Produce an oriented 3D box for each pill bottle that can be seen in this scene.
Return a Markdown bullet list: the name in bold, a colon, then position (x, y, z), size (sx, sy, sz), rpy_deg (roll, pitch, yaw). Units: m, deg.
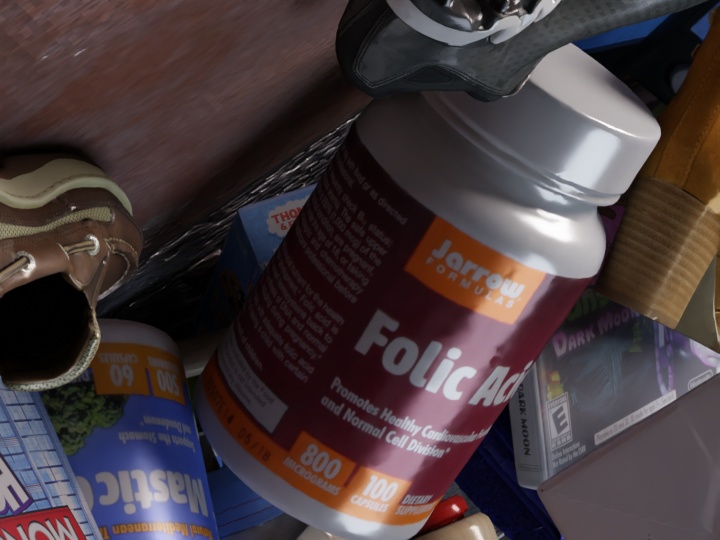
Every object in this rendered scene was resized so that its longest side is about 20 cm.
- **pill bottle**: position (0.027, 0.000, 0.886), size (0.200, 0.114, 0.114), rpy_deg (-58, 160, 20)
- **pill bottle**: position (-0.107, 0.130, 0.874), size (0.111, 0.201, 0.112), rpy_deg (-13, 160, -5)

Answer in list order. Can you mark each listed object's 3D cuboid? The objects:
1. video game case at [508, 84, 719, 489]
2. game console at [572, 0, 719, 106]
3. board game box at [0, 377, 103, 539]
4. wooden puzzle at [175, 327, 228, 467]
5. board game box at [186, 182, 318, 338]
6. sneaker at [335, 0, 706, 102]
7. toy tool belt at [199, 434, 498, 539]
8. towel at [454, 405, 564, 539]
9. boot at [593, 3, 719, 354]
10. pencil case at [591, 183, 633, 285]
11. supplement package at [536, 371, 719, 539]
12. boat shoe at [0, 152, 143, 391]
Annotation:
- **video game case**: position (0.138, -0.001, 1.172), size (0.023, 0.183, 0.200), rpy_deg (3, -164, 40)
- **game console**: position (0.178, -0.108, 0.964), size (0.200, 0.170, 0.119), rpy_deg (-44, -169, 44)
- **board game box**: position (-0.142, 0.109, 0.748), size (0.062, 0.200, 0.200), rpy_deg (-35, 169, 14)
- **wooden puzzle**: position (-0.062, 0.068, 1.054), size (0.184, 0.037, 0.200), rpy_deg (-16, 163, -1)
- **board game box**: position (0.000, 0.000, 1.050), size (0.151, 0.037, 0.200), rpy_deg (-19, 165, -19)
- **sneaker**: position (0.067, -0.106, 0.789), size (0.199, 0.067, 0.090), rpy_deg (-20, 166, -38)
- **toy tool belt**: position (-0.046, 0.114, 0.984), size (0.199, 0.123, 0.125), rpy_deg (-23, 174, 9)
- **towel**: position (0.100, 0.065, 1.248), size (0.147, 0.200, 0.050), rpy_deg (-30, 155, -25)
- **boot**: position (0.161, -0.041, 0.954), size (0.145, 0.071, 0.201), rpy_deg (-63, 164, 2)
- **pencil case**: position (0.171, -0.024, 1.125), size (0.086, 0.083, 0.200), rpy_deg (-25, 160, 35)
- **supplement package**: position (0.182, 0.117, 1.063), size (0.120, 0.122, 0.200), rpy_deg (-34, 170, 14)
- **boat shoe**: position (-0.116, 0.008, 0.715), size (0.075, 0.075, 0.202), rpy_deg (-36, 169, 14)
